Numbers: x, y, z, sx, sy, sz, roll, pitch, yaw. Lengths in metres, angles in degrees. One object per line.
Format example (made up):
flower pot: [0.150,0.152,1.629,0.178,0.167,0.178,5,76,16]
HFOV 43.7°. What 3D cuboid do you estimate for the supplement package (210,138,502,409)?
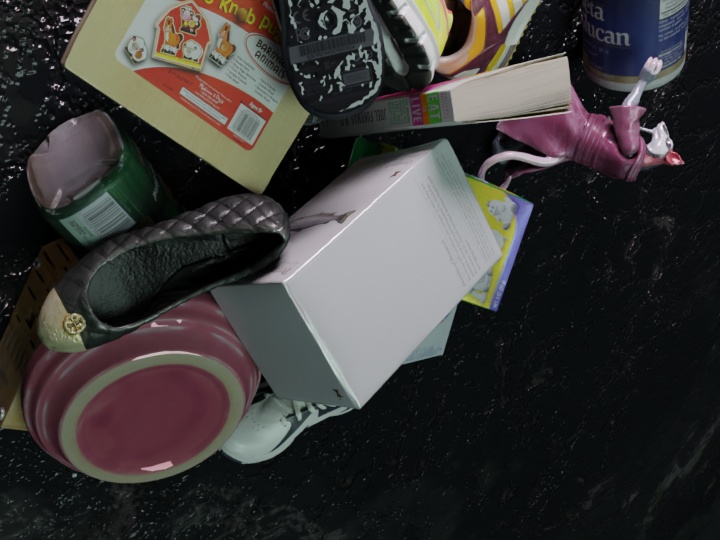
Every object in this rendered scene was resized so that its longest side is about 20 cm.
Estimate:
supplement package: [0.000,0.000,0.728,0.200,0.116,0.119,-43,114,-32]

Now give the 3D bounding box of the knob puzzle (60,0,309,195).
knob puzzle: [-0.090,-0.184,0.629,0.216,0.030,0.224,-14,115,-31]

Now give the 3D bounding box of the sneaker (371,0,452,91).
sneaker: [0.015,-0.245,0.689,0.091,0.077,0.202,-53,131,-35]

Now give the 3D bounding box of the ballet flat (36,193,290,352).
ballet flat: [-0.142,0.000,0.642,0.197,0.057,0.067,-28,112,-5]

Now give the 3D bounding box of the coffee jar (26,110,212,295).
coffee jar: [-0.176,-0.025,0.728,0.085,0.105,0.201,-34,137,-4]

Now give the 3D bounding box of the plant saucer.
plant saucer: [-0.172,0.106,0.735,0.197,0.051,0.203,-15,135,-15]

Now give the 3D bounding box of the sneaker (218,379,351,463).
sneaker: [-0.053,0.118,0.919,0.196,0.080,0.130,-13,153,-35]

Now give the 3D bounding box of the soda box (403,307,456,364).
soda box: [0.072,-0.002,0.984,0.063,0.068,0.203,-8,123,-36]

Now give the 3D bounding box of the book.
book: [0.067,-0.146,0.787,0.132,0.199,0.049,-16,102,-31]

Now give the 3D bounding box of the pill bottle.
pill bottle: [0.283,-0.299,0.925,0.110,0.111,0.202,-32,134,-19]

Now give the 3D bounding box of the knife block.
knife block: [-0.229,0.089,0.793,0.174,0.064,0.203,16,107,-46]

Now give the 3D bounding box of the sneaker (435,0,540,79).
sneaker: [0.125,-0.273,0.835,0.089,0.075,0.203,0,117,-46]

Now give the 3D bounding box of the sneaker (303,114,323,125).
sneaker: [-0.102,-0.167,0.703,0.197,0.087,0.076,11,98,-37]

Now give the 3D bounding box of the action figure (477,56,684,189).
action figure: [0.236,-0.137,0.932,0.151,0.197,0.135,-61,161,-22]

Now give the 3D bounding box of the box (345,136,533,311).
box: [0.065,-0.044,0.871,0.197,0.048,0.120,17,94,-26]

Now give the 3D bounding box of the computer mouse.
computer mouse: [-0.005,-0.215,0.615,0.138,0.046,0.203,-19,114,-2]
